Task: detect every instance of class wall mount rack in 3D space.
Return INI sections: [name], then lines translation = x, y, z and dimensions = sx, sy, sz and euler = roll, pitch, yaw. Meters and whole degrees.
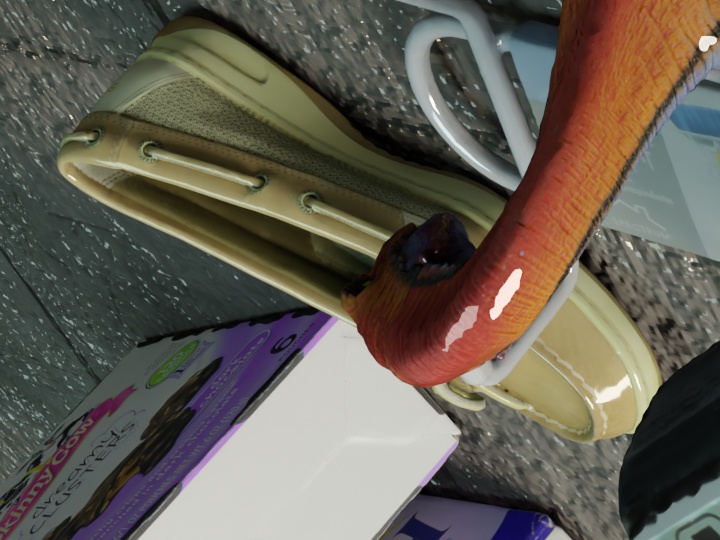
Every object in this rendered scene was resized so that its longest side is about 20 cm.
[wall mount rack]
translation = 0.057, -0.028, 0.618
dimensions = 0.200, 0.075, 0.174
euler = 19, 147, 42

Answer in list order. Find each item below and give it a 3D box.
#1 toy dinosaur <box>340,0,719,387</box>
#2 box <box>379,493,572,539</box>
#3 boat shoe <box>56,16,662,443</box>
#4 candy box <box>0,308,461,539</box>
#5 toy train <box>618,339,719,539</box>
[toy dinosaur]
translation = 0.048, -0.073, 0.412
dimensions = 0.105, 0.182, 0.200
euler = 13, 143, 49
[box]
translation = -0.011, 0.179, 0.957
dimensions = 0.105, 0.184, 0.200
euler = 53, 154, -22
[boat shoe]
translation = -0.001, -0.002, 0.772
dimensions = 0.200, 0.063, 0.073
euler = 36, 157, 15
[candy box]
translation = -0.080, 0.101, 0.947
dimensions = 0.072, 0.168, 0.200
euler = 48, 156, -14
[toy train]
translation = 0.145, 0.034, 0.517
dimensions = 0.114, 0.085, 0.200
euler = 42, 133, -8
